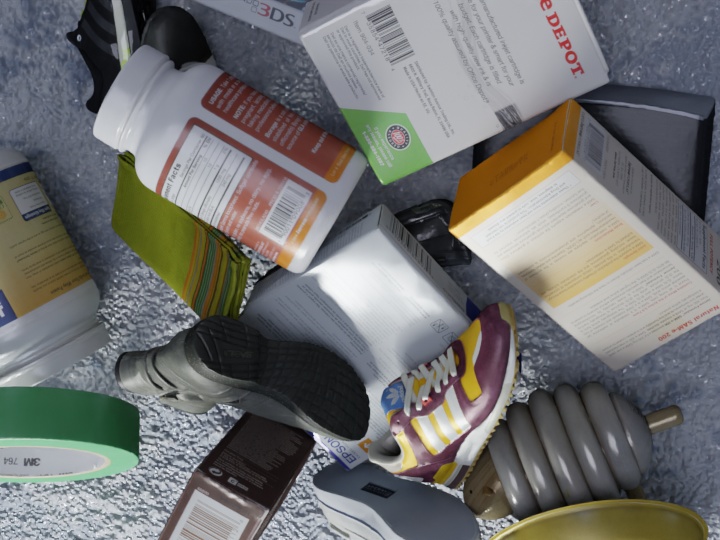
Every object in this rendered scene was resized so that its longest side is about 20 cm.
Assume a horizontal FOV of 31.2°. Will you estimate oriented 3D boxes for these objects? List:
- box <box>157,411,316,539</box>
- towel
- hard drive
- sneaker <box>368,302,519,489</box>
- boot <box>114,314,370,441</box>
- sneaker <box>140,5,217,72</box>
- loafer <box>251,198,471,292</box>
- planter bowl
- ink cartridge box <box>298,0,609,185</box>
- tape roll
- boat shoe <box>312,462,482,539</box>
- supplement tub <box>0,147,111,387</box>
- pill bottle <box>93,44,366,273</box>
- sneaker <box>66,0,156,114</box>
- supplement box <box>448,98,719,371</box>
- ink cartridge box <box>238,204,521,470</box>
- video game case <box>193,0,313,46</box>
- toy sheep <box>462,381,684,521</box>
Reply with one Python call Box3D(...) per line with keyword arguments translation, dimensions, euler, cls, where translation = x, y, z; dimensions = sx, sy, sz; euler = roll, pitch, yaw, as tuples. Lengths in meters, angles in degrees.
Box3D(translation=(-0.104, 0.193, 1.130), dimensions=(0.075, 0.200, 0.100), euler=(29, 108, 2), cls="box")
Box3D(translation=(-0.164, -0.022, 1.127), dimensions=(0.200, 0.018, 0.086), euler=(40, 126, 37), cls="towel")
Box3D(translation=(0.191, -0.088, 1.082), dimensions=(0.200, 0.042, 0.135), euler=(5, 103, 12), cls="hard drive")
Box3D(translation=(0.067, 0.104, 1.068), dimensions=(0.090, 0.075, 0.200), euler=(12, 126, -8), cls="sneaker")
Box3D(translation=(-0.099, 0.099, 1.101), dimensions=(0.200, 0.068, 0.131), euler=(29, 148, -31), cls="boot")
Box3D(translation=(-0.130, -0.131, 1.116), dimensions=(0.088, 0.074, 0.200), euler=(8, 116, 49), cls="sneaker")
Box3D(translation=(0.000, 0.000, 1.131), dimensions=(0.200, 0.068, 0.070), euler=(-21, 87, 13), cls="loafer")
Box3D(translation=(0.201, 0.271, 1.079), dimensions=(0.200, 0.084, 0.200), euler=(-4, 144, -3), cls="planter bowl")
Box3D(translation=(0.074, -0.180, 1.009), dimensions=(0.200, 0.084, 0.146), euler=(-24, 114, 14), cls="ink cartridge box")
Box3D(translation=(-0.302, 0.152, 1.169), dimensions=(0.200, 0.200, 0.048), euler=(-9, 70, 14), cls="tape roll")
Box3D(translation=(0.034, 0.239, 1.140), dimensions=(0.202, 0.075, 0.086), euler=(12, 122, 47), cls="boat shoe")
Box3D(translation=(-0.327, 0.006, 1.168), dimensions=(0.144, 0.144, 0.200), euler=(-26, 95, 17), cls="supplement tub")
Box3D(translation=(-0.105, -0.093, 1.025), dimensions=(0.200, 0.112, 0.112), euler=(31, 107, -2), cls="pill bottle")
Box3D(translation=(-0.226, -0.223, 1.133), dimensions=(0.083, 0.072, 0.200), euler=(-4, 101, 15), cls="sneaker")
Box3D(translation=(0.186, -0.024, 1.027), dimensions=(0.200, 0.074, 0.126), euler=(39, 129, -20), cls="supplement box")
Box3D(translation=(0.004, 0.064, 1.119), dimensions=(0.200, 0.041, 0.200), euler=(-31, 116, 26), cls="ink cartridge box")
Box3D(translation=(-0.061, -0.301, 1.078), dimensions=(0.182, 0.023, 0.200), euler=(26, 107, 23), cls="video game case")
Box3D(translation=(0.180, 0.160, 1.100), dimensions=(0.200, 0.138, 0.138), euler=(-25, 96, 4), cls="toy sheep")
